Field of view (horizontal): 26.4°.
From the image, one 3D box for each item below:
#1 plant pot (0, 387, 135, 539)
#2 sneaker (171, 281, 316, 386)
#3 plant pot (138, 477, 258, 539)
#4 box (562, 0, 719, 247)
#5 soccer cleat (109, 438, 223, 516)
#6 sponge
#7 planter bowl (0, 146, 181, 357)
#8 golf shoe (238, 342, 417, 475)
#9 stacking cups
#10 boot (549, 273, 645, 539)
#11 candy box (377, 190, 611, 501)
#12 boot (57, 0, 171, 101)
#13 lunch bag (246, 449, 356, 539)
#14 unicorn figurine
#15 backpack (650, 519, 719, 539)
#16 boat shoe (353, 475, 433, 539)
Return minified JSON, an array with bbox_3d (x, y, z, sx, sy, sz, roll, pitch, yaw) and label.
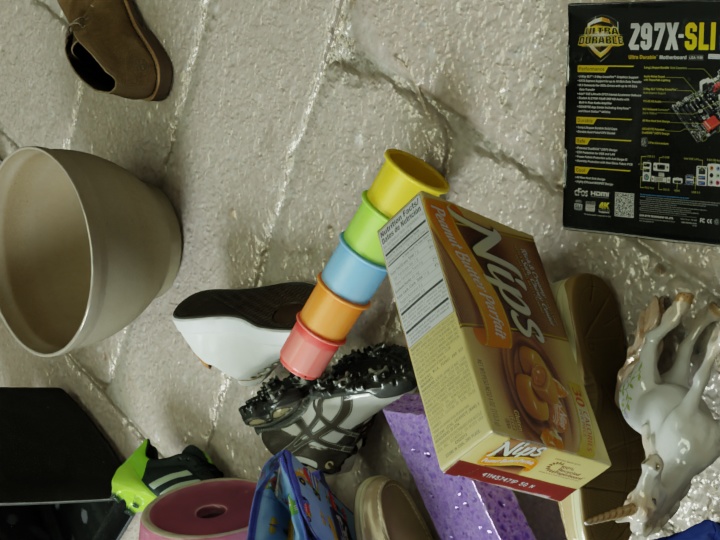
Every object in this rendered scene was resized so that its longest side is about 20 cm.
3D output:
[{"bbox_3d":[-0.379,0.234,1.639,0.200,0.199,0.178,-57,45,36],"label":"plant pot"},{"bbox_3d":[-0.077,0.061,1.377,0.199,0.073,0.085,2,125,43],"label":"sneaker"},{"bbox_3d":[-0.117,0.287,1.327,0.199,0.199,0.180,12,113,46],"label":"plant pot"},{"bbox_3d":[0.224,-0.098,1.019,0.199,0.049,0.161,8,99,47],"label":"box"},{"bbox_3d":[-0.152,0.214,1.469,0.199,0.081,0.068,16,152,30],"label":"soccer cleat"},{"bbox_3d":[0.089,0.189,1.161,0.201,0.030,0.111,65,157,-8],"label":"sponge"},{"bbox_3d":[-0.261,-0.024,1.502,0.200,0.134,0.201,9,102,47],"label":"planter bowl"},{"bbox_3d":[-0.011,0.123,1.307,0.200,0.078,0.095,-18,104,46],"label":"golf shoe"},{"bbox_3d":[0.000,0.000,1.247,0.061,0.060,0.201,45,116,34],"label":"stacking cups"},{"bbox_3d":[0.125,0.114,1.137,0.155,0.073,0.201,-16,78,46],"label":"boot"},{"bbox_3d":[0.088,0.050,1.045,0.055,0.115,0.201,-42,46,31],"label":"candy box"},{"bbox_3d":[-0.266,-0.242,1.520,0.200,0.075,0.074,51,131,32],"label":"boot"},{"bbox_3d":[-0.035,0.254,1.246,0.094,0.151,0.201,-23,48,19],"label":"lunch bag"},{"bbox_3d":[0.205,0.092,0.995,0.074,0.200,0.138,30,101,-2],"label":"unicorn figurine"},{"bbox_3d":[0.232,0.241,0.950,0.199,0.168,0.163,-21,43,40],"label":"backpack"},{"bbox_3d":[0.057,0.257,1.243,0.065,0.072,0.201,-26,82,41],"label":"boat shoe"}]
